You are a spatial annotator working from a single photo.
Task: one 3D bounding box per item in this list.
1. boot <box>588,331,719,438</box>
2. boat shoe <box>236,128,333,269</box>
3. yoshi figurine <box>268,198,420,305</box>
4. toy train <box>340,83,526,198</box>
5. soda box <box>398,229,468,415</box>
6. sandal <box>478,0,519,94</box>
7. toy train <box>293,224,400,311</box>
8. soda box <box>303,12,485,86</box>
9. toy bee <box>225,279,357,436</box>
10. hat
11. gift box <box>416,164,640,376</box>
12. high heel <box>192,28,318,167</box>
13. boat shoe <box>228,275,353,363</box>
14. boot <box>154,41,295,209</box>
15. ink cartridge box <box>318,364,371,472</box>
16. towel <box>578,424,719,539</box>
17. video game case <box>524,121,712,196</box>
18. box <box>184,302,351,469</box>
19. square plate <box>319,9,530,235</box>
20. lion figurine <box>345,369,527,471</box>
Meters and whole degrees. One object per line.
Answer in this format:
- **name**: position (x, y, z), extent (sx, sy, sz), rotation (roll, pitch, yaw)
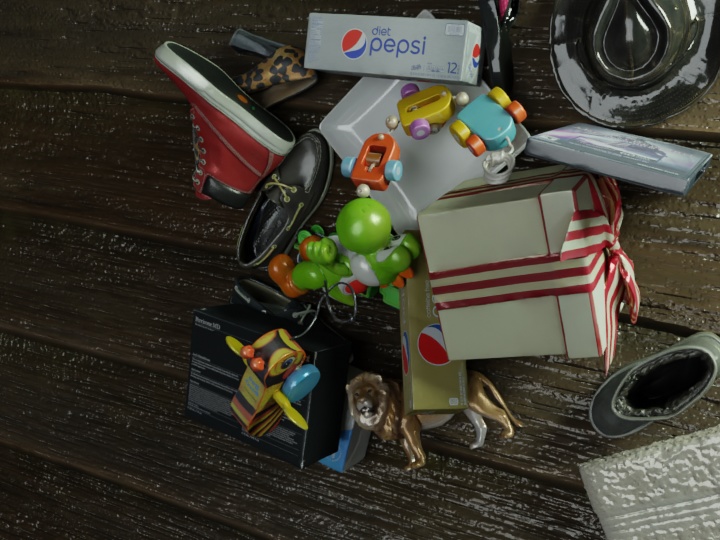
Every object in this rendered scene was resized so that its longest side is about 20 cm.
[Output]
- **boot**: position (0.280, 0.124, 0.791), extent (0.182, 0.199, 0.073), rotation (-46, 76, 24)
- **boat shoe**: position (-0.098, -0.088, 1.038), extent (0.071, 0.060, 0.203), rotation (34, 111, 19)
- **yoshi figurine**: position (-0.020, -0.031, 0.909), extent (0.199, 0.111, 0.114), rotation (-11, 67, 48)
- **toy train**: position (0.085, -0.132, 0.885), extent (0.197, 0.056, 0.152), rotation (5, 64, 27)
- **soda box**: position (0.079, 0.058, 0.911), extent (0.063, 0.068, 0.203), rotation (-1, 75, -6)
- **sandal**: position (0.156, -0.295, 0.874), extent (0.045, 0.075, 0.203), rotation (-4, 103, 29)
- **toy train**: position (0.000, 0.000, 1.013), extent (0.198, 0.042, 0.057), rotation (23, 118, 23)
- **soda box**: position (0.038, -0.249, 0.910), extent (0.198, 0.068, 0.064), rotation (12, 101, 26)
- **toy bee**: position (-0.099, 0.099, 0.862), extent (0.130, 0.108, 0.203), rotation (23, 107, 33)
- **hat**: position (0.270, -0.246, 0.813), extent (0.198, 0.081, 0.204), rotation (4, 99, 28)
- **gift box**: position (0.179, -0.003, 0.821), extent (0.184, 0.200, 0.187), rotation (-7, 110, 28)
- **high heel**: position (-0.138, -0.198, 1.036), extent (0.141, 0.071, 0.202), rotation (27, 100, 28)
- **boat shoe**: position (-0.093, 0.065, 1.050), extent (0.198, 0.075, 0.061), rotation (20, 111, 23)
- **boot**: position (-0.199, -0.172, 1.005), extent (0.200, 0.073, 0.144), rotation (41, 114, -9)
- **ink cartridge box**: position (-0.080, 0.166, 1.061), extent (0.198, 0.066, 0.117), rotation (19, 105, 24)
- **towel**: position (0.347, 0.246, 0.869), extent (0.198, 0.034, 0.134), rotation (-23, 85, 29)
- **video game case**: position (0.253, -0.111, 0.773), extent (0.141, 0.199, 0.019), rotation (20, 113, 23)
- **box**: position (-0.117, 0.133, 0.988), extent (0.198, 0.078, 0.143), rotation (15, 106, 33)
- **square plate**: position (0.072, -0.163, 0.958), extent (0.198, 0.028, 0.201), rotation (-42, 77, 26)
- **lion figurine**: position (0.088, 0.160, 0.956), extent (0.197, 0.073, 0.124), rotation (-15, 76, -7)
